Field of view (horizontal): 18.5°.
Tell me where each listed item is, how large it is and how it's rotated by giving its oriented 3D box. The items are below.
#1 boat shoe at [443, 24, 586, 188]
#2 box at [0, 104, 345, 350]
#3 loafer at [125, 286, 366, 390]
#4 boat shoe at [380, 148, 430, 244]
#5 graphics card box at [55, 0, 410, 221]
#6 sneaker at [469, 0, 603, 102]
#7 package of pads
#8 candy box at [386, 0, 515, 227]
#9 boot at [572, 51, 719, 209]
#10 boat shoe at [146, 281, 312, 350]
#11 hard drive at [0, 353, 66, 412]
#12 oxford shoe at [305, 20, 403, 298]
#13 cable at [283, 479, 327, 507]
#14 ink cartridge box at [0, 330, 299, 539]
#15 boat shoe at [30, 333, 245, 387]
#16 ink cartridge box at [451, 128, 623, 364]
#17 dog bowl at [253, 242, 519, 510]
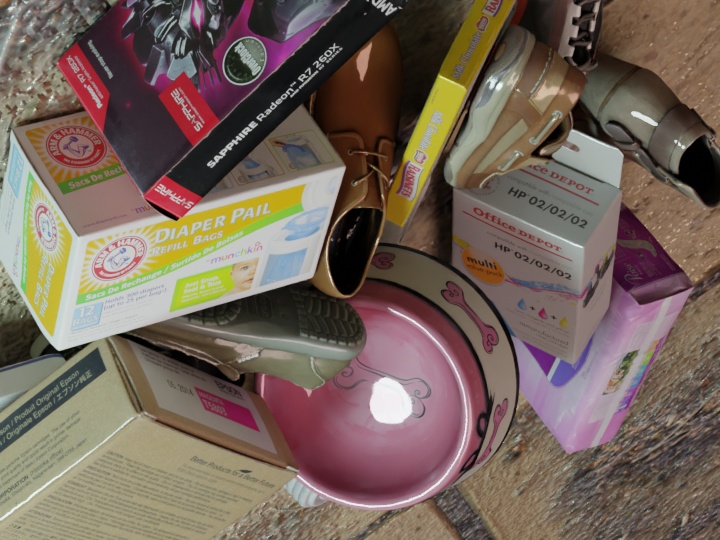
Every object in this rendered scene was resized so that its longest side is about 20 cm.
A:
[{"bbox_3d":[0.106,-0.096,1.516,0.200,0.071,0.076,113,1,-73],"label":"boat shoe"},{"bbox_3d":[-0.126,-0.042,1.448,0.199,0.102,0.113,-17,144,-29],"label":"box"},{"bbox_3d":[-0.097,0.043,1.517,0.199,0.075,0.070,16,127,-14],"label":"loafer"},{"bbox_3d":[0.000,0.000,1.659,0.071,0.070,0.200,4,132,-47],"label":"boat shoe"},{"bbox_3d":[-0.079,-0.143,1.337,0.200,0.126,0.051,-41,148,10],"label":"graphics card box"},{"bbox_3d":[0.148,-0.172,1.562,0.077,0.082,0.201,-10,141,-36],"label":"sneaker"},{"bbox_3d":[0.192,0.045,1.858,0.075,0.121,0.201,-18,145,-32],"label":"package of pads"},{"bbox_3d":[0.060,-0.116,1.510,0.200,0.026,0.103,114,1,-62],"label":"candy box"},{"bbox_3d":[0.222,-0.096,1.671,0.070,0.146,0.200,-50,148,2],"label":"boot"},{"bbox_3d":[-0.079,-0.017,1.571,0.199,0.070,0.066,-29,151,3],"label":"boat shoe"},{"bbox_3d":[-0.272,0.150,1.550,0.131,0.025,0.201,-17,141,-28],"label":"hard drive"},{"bbox_3d":[0.001,-0.077,1.507,0.071,0.071,0.201,0,109,-24],"label":"oxford shoe"},{"bbox_3d":[0.012,0.107,1.767,0.200,0.069,0.200,-42,170,8],"label":"cable"},{"bbox_3d":[-0.165,0.136,1.522,0.164,0.075,0.200,-37,149,15],"label":"ink cartridge box"},{"bbox_3d":[-0.154,0.082,1.625,0.199,0.068,0.072,10,125,-52],"label":"boat shoe"},{"bbox_3d":[0.133,-0.028,1.693,0.068,0.115,0.201,-54,159,-30],"label":"ink cartridge box"},{"bbox_3d":[0.011,0.085,1.608,0.200,0.200,0.074,-52,178,25],"label":"dog bowl"}]
